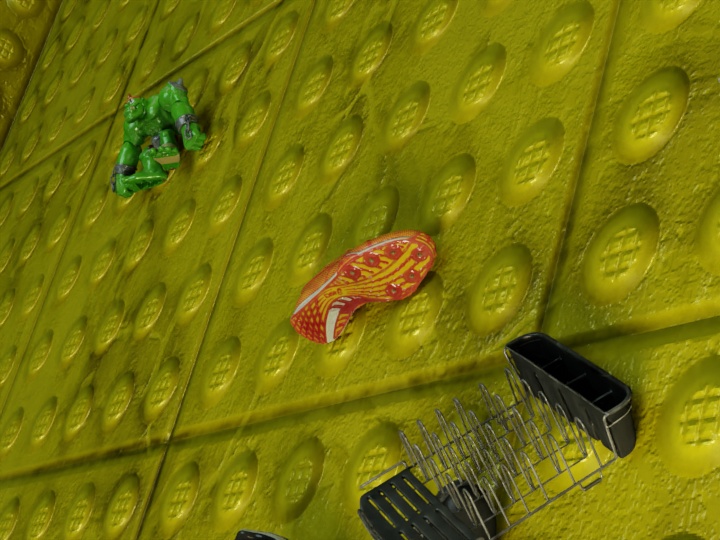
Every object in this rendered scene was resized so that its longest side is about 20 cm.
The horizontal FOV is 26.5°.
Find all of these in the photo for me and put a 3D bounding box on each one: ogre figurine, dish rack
[{"bbox_3d":[-0.293,-0.192,2.185,0.200,0.097,0.121,131,137,-57],"label":"ogre figurine"},{"bbox_3d":[0.091,0.134,1.107,0.199,0.055,0.153,-30,24,-12],"label":"dish rack"}]

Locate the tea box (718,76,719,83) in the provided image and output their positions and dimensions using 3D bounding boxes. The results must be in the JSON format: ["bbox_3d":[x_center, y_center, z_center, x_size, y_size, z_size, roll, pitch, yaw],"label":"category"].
[{"bbox_3d":[0.340,-0.096,0.876,0.200,0.133,0.197,-46,31,29],"label":"tea box"}]

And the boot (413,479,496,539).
[{"bbox_3d":[0.093,0.249,1.068,0.200,0.065,0.166,18,89,67],"label":"boot"}]

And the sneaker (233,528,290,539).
[{"bbox_3d":[-0.057,0.278,1.294,0.076,0.087,0.200,-62,27,-5],"label":"sneaker"}]

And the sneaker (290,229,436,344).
[{"bbox_3d":[0.000,0.000,1.482,0.200,0.073,0.077,-30,30,44],"label":"sneaker"}]
